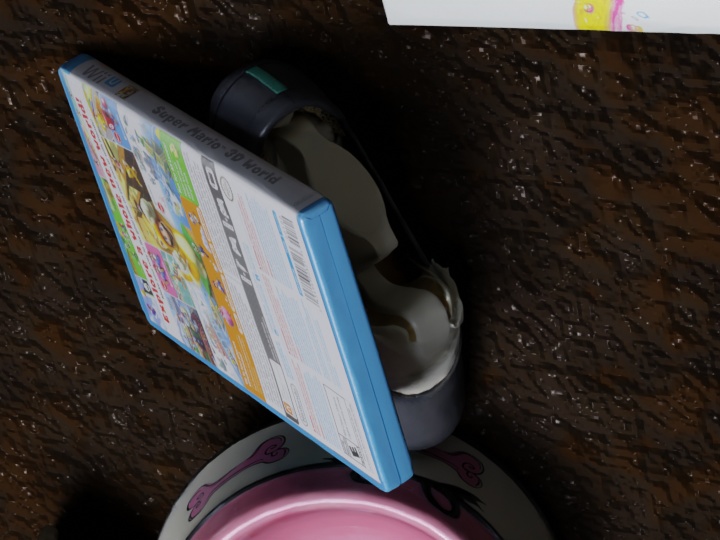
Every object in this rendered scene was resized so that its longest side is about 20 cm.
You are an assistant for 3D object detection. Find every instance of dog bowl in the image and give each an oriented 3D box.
[{"bbox_3d":[-0.004,0.167,1.322,0.200,0.074,0.200,1,105,5],"label":"dog bowl"}]

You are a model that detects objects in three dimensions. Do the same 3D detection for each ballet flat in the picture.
[{"bbox_3d":[0.000,0.000,1.237,0.073,0.073,0.200,-11,118,36],"label":"ballet flat"}]

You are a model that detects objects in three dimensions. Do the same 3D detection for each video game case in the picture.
[{"bbox_3d":[-0.055,-0.002,1.241,0.200,0.018,0.143,32,147,49],"label":"video game case"}]

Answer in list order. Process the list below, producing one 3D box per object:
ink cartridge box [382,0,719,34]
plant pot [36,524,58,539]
[{"bbox_3d":[0.105,-0.175,0.979,0.200,0.145,0.145,5,129,28],"label":"ink cartridge box"},{"bbox_3d":[-0.106,0.252,1.450,0.183,0.201,0.201,20,135,-1],"label":"plant pot"}]
